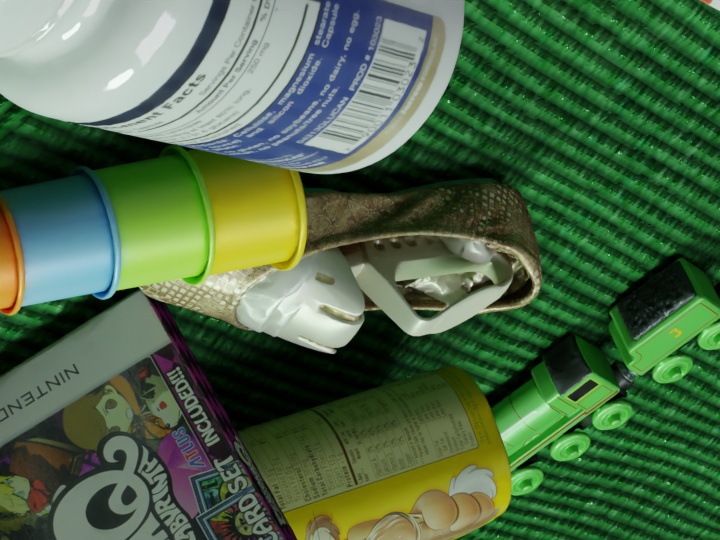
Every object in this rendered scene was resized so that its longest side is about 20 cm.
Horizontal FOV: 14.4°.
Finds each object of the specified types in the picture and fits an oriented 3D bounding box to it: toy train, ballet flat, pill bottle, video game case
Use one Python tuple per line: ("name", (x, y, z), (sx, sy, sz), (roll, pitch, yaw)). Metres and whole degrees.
("toy train", (0.109, 0.064, 1.471), (0.200, 0.042, 0.056), (-38, 142, 18))
("ballet flat", (0.000, 0.000, 1.228), (0.200, 0.065, 0.071), (-10, 146, -32))
("pill bottle", (-0.065, -0.099, 0.949), (0.111, 0.111, 0.200), (-43, 149, 26))
("video game case", (-0.116, 0.137, 1.208), (0.181, 0.200, 0.036), (-31, 168, 7))

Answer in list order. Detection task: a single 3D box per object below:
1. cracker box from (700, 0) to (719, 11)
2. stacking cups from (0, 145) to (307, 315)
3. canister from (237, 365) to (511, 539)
("cracker box", (0.209, -0.180, 1.125), (0.200, 0.058, 0.134), (-40, 150, 23))
("stacking cups", (-0.122, -0.008, 1.112), (0.200, 0.061, 0.061), (-14, 149, -23))
("canister", (-0.045, 0.116, 1.335), (0.200, 0.087, 0.149), (-17, 171, -27))
